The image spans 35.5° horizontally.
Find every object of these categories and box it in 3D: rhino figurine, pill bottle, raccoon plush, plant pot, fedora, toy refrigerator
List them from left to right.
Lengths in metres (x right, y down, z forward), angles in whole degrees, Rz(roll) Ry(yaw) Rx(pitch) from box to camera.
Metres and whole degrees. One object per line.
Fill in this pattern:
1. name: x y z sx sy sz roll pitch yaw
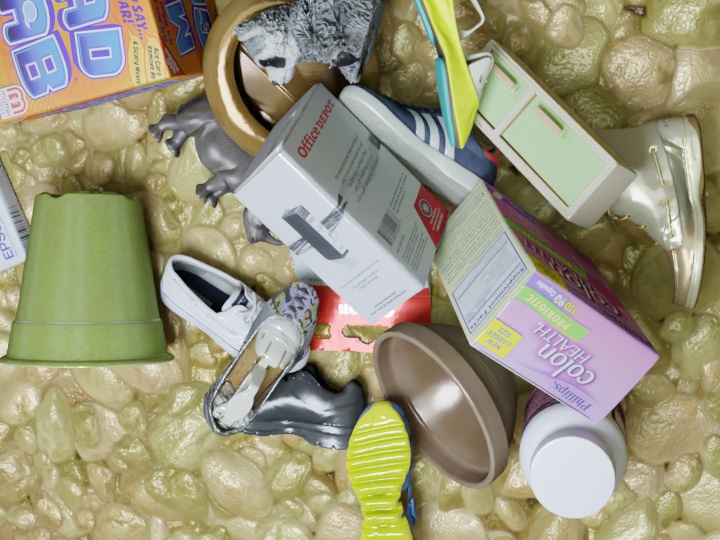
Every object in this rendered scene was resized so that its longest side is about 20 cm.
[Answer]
1. plant pot: -0.312 0.008 1.295 0.196 0.200 0.194 1 90 12
2. rhino figurine: -0.147 -0.110 1.283 0.087 0.060 0.201 -37 96 6
3. fedora: -0.075 -0.215 1.222 0.197 0.082 0.204 -2 109 -5
4. raccoon plush: -0.041 -0.279 1.126 0.132 0.097 0.203 19 84 5
5. plant pot: 0.110 0.131 1.243 0.092 0.200 0.203 -32 95 -23
6. toy refrigerator: 0.183 -0.142 1.156 0.076 0.070 0.201 -48 61 18
7. pill bottle: 0.226 0.181 1.195 0.111 0.200 0.115 3 103 11

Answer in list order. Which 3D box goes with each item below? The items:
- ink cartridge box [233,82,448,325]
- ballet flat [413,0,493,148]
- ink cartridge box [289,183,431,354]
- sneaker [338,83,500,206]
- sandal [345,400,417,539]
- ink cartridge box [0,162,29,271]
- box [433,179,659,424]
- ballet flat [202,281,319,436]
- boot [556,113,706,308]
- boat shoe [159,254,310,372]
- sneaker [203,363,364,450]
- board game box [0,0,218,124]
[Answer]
1. ink cartridge box: -0.016 -0.069 1.145 0.200 0.145 0.083 44 125 -16
2. ballet flat: 0.097 -0.226 1.131 0.066 0.067 0.203 -16 102 2
3. ink cartridge box: 0.000 0.000 1.282 0.159 0.050 0.204 1 99 12
4. sneaker: 0.067 -0.152 1.204 0.199 0.075 0.085 35 68 -20
5. sandal: 0.029 0.245 1.308 0.078 0.087 0.204 2 104 12
6. ink cartridge box: -0.519 -0.074 1.382 0.197 0.043 0.199 -21 98 14
7. box: 0.179 0.027 1.142 0.175 0.201 0.097 32 109 -24
8. ballet flat: -0.108 0.106 1.253 0.072 0.072 0.201 36 101 2
9. boot: 0.287 -0.058 1.195 0.153 0.073 0.204 -3 100 12
10. boat shoe: -0.146 0.049 1.302 0.198 0.074 0.066 26 143 4
11. sneaker: -0.087 0.153 1.331 0.196 0.076 0.092 7 95 3
12. board game box: -0.281 -0.285 1.200 0.197 0.200 0.203 -12 99 14
